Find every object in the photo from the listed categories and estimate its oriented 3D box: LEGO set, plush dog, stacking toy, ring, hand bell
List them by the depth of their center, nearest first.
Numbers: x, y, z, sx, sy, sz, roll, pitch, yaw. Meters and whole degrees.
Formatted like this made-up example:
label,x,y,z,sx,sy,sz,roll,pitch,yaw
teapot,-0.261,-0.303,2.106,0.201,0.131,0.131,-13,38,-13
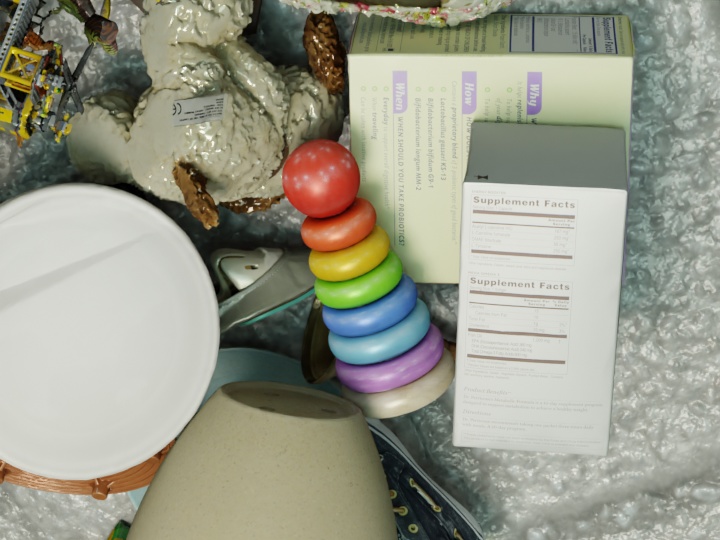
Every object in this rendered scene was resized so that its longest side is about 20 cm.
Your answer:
label,x,y,z,sx,sy,sz,roll,pitch,yaw
LEGO set,-0.182,-0.169,1.449,0.116,0.154,0.200,19,70,5
stacking toy,0.000,0.000,1.524,0.085,0.085,0.200,-15,113,11
plush dog,-0.083,-0.101,1.539,0.161,0.172,0.200,56,129,26
ring,-0.238,0.124,1.649,0.200,0.019,0.200,6,147,4
hand bell,0.066,0.063,1.661,0.200,0.104,0.104,18,115,-18

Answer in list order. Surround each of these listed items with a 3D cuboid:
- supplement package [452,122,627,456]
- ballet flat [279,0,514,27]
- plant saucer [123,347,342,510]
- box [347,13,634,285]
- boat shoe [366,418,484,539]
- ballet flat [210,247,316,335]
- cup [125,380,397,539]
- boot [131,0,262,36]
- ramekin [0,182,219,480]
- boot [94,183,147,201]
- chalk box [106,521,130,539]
label,x,y,z,sx,sy,sz,roll,pitch,yaw
supplement package,0.123,0.012,1.497,0.109,0.114,0.200,3,117,4
ballet flat,0.036,-0.201,1.503,0.200,0.064,0.076,-5,105,-18
plant saucer,-0.089,0.143,1.720,0.201,0.039,0.201,1,114,3
box,0.093,-0.088,1.569,0.200,0.097,0.176,1,115,5
boat shoe,0.016,0.178,1.656,0.200,0.091,0.071,39,111,-12
ballet flat,-0.108,0.021,1.613,0.200,0.067,0.064,-30,108,-5
cup,-0.060,0.158,1.516,0.200,0.200,0.143,10,100,0
boot,-0.056,-0.235,1.533,0.186,0.064,0.200,19,115,1
ramekin,-0.204,0.038,1.517,0.202,0.094,0.203,-2,96,-18
boot,-0.220,0.027,1.657,0.158,0.079,0.211,-19,141,-14
chalk box,-0.151,0.323,1.761,0.200,0.124,0.124,31,113,-11
